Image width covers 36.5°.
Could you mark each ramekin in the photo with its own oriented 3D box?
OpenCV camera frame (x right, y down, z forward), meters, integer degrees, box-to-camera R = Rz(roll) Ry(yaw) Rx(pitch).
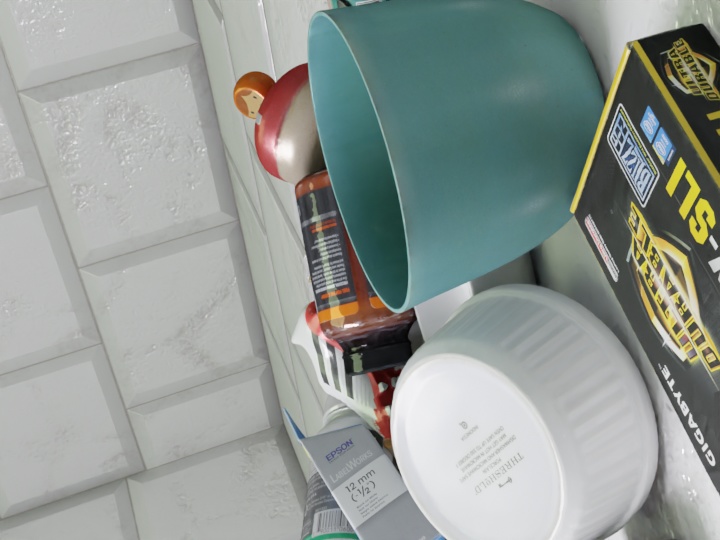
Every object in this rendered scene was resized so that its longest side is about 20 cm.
[{"bbox_3d":[0.108,0.120,0.798,0.200,0.093,0.206,19,118,40],"label":"ramekin"}]

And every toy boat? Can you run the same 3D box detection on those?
[{"bbox_3d":[-0.078,-0.176,1.187,0.200,0.129,0.133,-58,-14,-71],"label":"toy boat"}]

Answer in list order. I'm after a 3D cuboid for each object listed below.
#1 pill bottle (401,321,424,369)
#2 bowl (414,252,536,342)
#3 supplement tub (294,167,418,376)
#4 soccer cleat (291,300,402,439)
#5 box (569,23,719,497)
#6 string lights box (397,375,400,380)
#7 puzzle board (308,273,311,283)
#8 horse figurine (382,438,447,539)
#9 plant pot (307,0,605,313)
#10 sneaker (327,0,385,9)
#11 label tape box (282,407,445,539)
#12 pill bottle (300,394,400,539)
[{"bbox_3d":[0.029,0.035,1.270,0.201,0.107,0.110,-117,15,-45],"label":"pill bottle"},{"bbox_3d":[0.096,-0.002,0.966,0.200,0.073,0.204,-149,45,-75],"label":"bowl"},{"bbox_3d":[0.000,0.000,1.094,0.107,0.105,0.204,139,121,-78],"label":"supplement tub"},{"bbox_3d":[0.001,0.119,1.162,0.201,0.068,0.085,50,137,7],"label":"soccer cleat"},{"bbox_3d":[0.186,-0.002,0.580,0.161,0.049,0.202,96,155,-60],"label":"box"},{"bbox_3d":[0.111,0.133,1.010,0.200,0.101,0.060,-149,42,-74],"label":"string lights box"},{"bbox_3d":[-0.022,-0.101,1.285,0.151,0.017,0.203,124,159,-66],"label":"puzzle board"},{"bbox_3d":[0.092,0.225,0.995,0.200,0.050,0.133,45,172,43],"label":"horse figurine"},{"bbox_3d":[0.069,-0.092,0.736,0.200,0.158,0.204,164,90,-79],"label":"plant pot"},{"bbox_3d":[0.006,-0.236,1.083,0.080,0.070,0.204,125,129,-82],"label":"sneaker"},{"bbox_3d":[0.016,0.214,1.014,0.201,0.066,0.144,54,174,39],"label":"label tape box"},{"bbox_3d":[-0.002,0.232,1.178,0.114,0.111,0.202,86,-172,-51],"label":"pill bottle"}]
